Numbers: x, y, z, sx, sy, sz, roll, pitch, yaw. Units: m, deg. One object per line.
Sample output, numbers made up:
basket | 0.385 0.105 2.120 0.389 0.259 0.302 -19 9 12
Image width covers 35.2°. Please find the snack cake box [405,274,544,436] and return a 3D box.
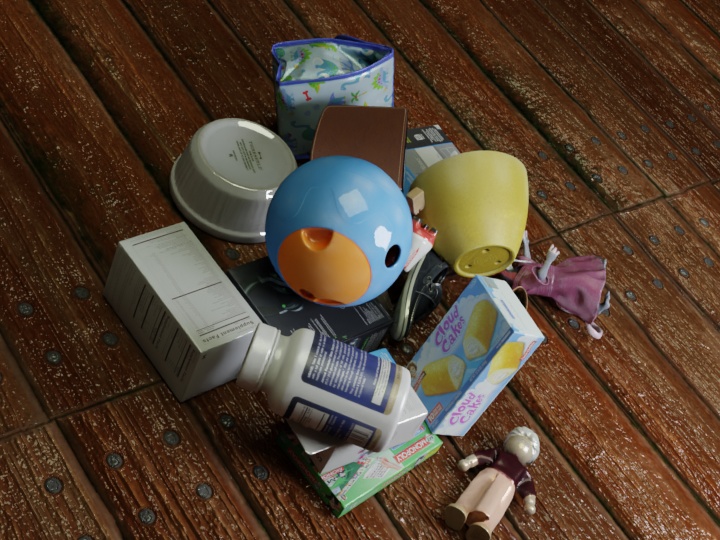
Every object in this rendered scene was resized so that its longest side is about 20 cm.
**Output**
snack cake box | 0.152 0.120 1.577 0.067 0.201 0.115 11 35 -40

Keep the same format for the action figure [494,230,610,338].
action figure | 0.306 0.018 1.872 0.197 0.151 0.134 5 14 1

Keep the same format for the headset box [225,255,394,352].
headset box | -0.086 0.065 1.597 0.199 0.093 0.174 -22 62 -40

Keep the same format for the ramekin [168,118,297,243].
ramekin | -0.188 -0.146 1.744 0.200 0.095 0.204 14 44 -14

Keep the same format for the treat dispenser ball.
treat dispenser ball | -0.029 -0.052 1.520 0.199 0.202 0.202 15 44 -15

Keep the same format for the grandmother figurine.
grandmother figurine | 0.194 0.289 1.560 0.121 0.061 0.200 42 46 1

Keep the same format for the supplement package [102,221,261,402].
supplement package | -0.238 0.053 1.514 0.113 0.110 0.200 -20 61 -40

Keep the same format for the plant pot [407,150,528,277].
plant pot | 0.183 -0.074 1.814 0.198 0.200 0.143 5 58 -24

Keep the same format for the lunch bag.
lunch bag | -0.042 -0.288 1.862 0.197 0.171 0.128 -6 50 -4

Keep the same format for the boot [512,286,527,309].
boot | 0.203 0.071 1.699 0.073 0.155 0.201 22 43 -7

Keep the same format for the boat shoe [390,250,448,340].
boat shoe | 0.092 0.038 1.734 0.062 0.075 0.201 23 37 3

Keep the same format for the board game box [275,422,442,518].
board game box | 0.001 0.231 1.532 0.199 0.029 0.135 -24 64 -41

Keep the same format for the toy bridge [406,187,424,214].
toy bridge | 0.023 -0.138 1.830 0.199 0.068 0.027 31 58 33

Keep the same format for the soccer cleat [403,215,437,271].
soccer cleat | 0.061 -0.044 1.759 0.068 0.086 0.200 34 -2 -15

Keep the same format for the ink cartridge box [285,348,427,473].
ink cartridge box | -0.025 0.187 1.489 0.198 0.068 0.116 -13 56 -36

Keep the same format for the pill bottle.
pill bottle | -0.047 0.138 1.392 0.198 0.112 0.112 22 43 -6

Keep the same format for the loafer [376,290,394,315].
loafer | 0.000 0.000 1.733 0.071 0.073 0.202 15 49 -39

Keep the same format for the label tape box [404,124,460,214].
label tape box | 0.087 -0.168 1.933 0.198 0.064 0.145 -13 56 -37

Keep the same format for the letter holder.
letter holder | -0.003 -0.151 1.715 0.140 0.101 0.201 3 44 3
